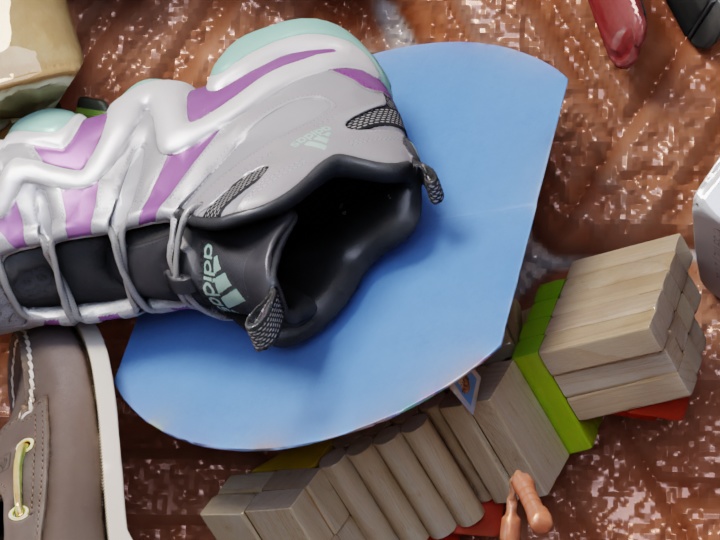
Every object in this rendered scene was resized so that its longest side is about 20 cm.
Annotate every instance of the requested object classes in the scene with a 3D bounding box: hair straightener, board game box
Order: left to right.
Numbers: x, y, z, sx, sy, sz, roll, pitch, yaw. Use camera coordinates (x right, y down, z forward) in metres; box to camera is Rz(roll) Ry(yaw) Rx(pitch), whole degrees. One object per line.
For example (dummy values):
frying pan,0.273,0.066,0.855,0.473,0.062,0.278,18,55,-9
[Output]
board game box,0.000,0.000,1.086,0.158,0.039,0.200,-9,43,27
hair straightener,0.103,-0.173,1.154,0.077,0.041,0.200,-12,64,-18

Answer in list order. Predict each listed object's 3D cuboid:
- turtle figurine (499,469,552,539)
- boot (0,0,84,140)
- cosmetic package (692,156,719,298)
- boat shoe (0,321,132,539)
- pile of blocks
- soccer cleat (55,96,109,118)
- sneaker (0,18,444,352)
turtle figurine,0.012,0.170,0.972,0.064,0.162,0.200,12,38,6
boot,-0.132,-0.155,1.091,0.175,0.066,0.200,-24,68,23
cosmetic package,0.219,0.017,1.036,0.200,0.102,0.074,35,81,18
boat shoe,-0.112,0.090,1.046,0.059,0.072,0.200,-4,45,-11
pile of blocks,0.042,0.061,1.078,0.200,0.082,0.062,-27,115,8
soccer cleat,-0.159,-0.022,1.135,0.200,0.065,0.084,-5,96,4
sneaker,-0.066,-0.006,1.035,0.200,0.078,0.140,-29,39,-3
